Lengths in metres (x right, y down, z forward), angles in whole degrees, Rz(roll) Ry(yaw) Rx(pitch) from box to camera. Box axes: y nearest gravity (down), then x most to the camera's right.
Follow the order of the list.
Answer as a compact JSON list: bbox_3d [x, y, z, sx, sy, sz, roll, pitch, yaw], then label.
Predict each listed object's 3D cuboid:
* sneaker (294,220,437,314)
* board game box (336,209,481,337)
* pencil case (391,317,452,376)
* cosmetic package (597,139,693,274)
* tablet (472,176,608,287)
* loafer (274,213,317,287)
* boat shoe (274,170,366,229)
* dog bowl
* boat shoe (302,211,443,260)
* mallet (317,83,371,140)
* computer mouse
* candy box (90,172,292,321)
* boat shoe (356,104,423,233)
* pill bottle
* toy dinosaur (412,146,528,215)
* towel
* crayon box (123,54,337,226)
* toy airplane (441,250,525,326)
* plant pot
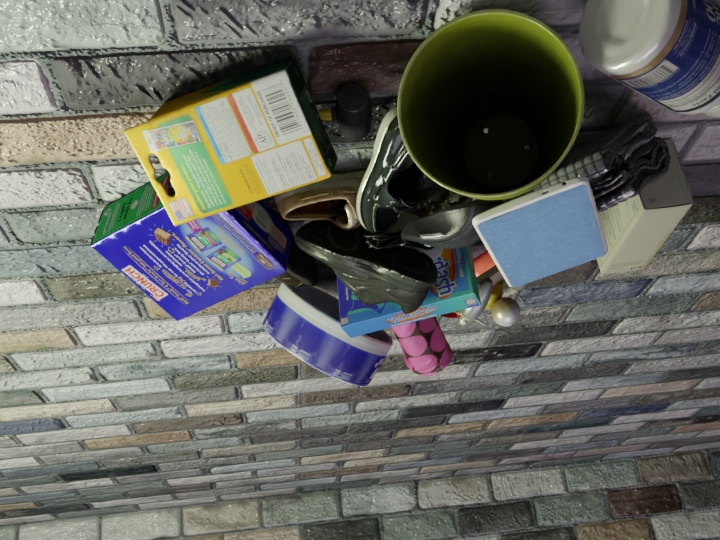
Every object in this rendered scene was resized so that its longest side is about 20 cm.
[{"bbox_3d":[0.000,0.000,1.186,0.198,0.076,0.092,25,130,9],"label":"sneaker"},{"bbox_3d":[0.063,-0.002,1.273,0.197,0.154,0.045,-15,149,16],"label":"board game box"},{"bbox_3d":[0.075,0.075,1.382,0.091,0.093,0.201,-42,133,-16],"label":"pencil case"},{"bbox_3d":[0.385,-0.085,1.250,0.072,0.105,0.201,-6,157,-6],"label":"cosmetic package"},{"bbox_3d":[0.209,-0.039,1.014,0.129,0.014,0.200,-20,153,13],"label":"tablet"},{"bbox_3d":[-0.124,-0.017,1.283,0.070,0.074,0.200,-13,154,14],"label":"loafer"},{"bbox_3d":[-0.021,-0.087,1.166,0.197,0.070,0.074,1,153,-22],"label":"boat shoe"},{"bbox_3d":[-0.052,0.096,1.400,0.199,0.199,0.080,23,99,-47],"label":"dog bowl"},{"bbox_3d":[0.019,-0.049,1.245,0.197,0.072,0.064,9,178,7],"label":"boat shoe"},{"bbox_3d":[-0.083,-0.179,0.999,0.197,0.042,0.066,0,156,-7],"label":"mallet"},{"bbox_3d":[0.114,-0.046,1.100,0.198,0.047,0.139,-15,174,44],"label":"computer mouse"},{"bbox_3d":[-0.216,-0.039,1.146,0.198,0.078,0.169,-23,129,27],"label":"candy box"},{"bbox_3d":[0.049,-0.107,1.084,0.074,0.066,0.201,-23,146,-36],"label":"boat shoe"},{"bbox_3d":[0.325,-0.227,0.915,0.198,0.113,0.110,14,148,-39],"label":"pill bottle"},{"bbox_3d":[0.134,-0.097,1.177,0.101,0.078,0.200,-3,159,-26],"label":"toy dinosaur"},{"bbox_3d":[0.280,-0.106,1.096,0.164,0.086,0.200,-26,-174,38],"label":"towel"},{"bbox_3d":[-0.140,-0.139,0.973,0.197,0.052,0.127,-16,118,17],"label":"crayon box"},{"bbox_3d":[0.209,0.014,1.357,0.198,0.142,0.199,-28,174,-9],"label":"toy airplane"},{"bbox_3d":[0.148,-0.156,0.973,0.184,0.190,0.200,-13,172,11],"label":"plant pot"}]
